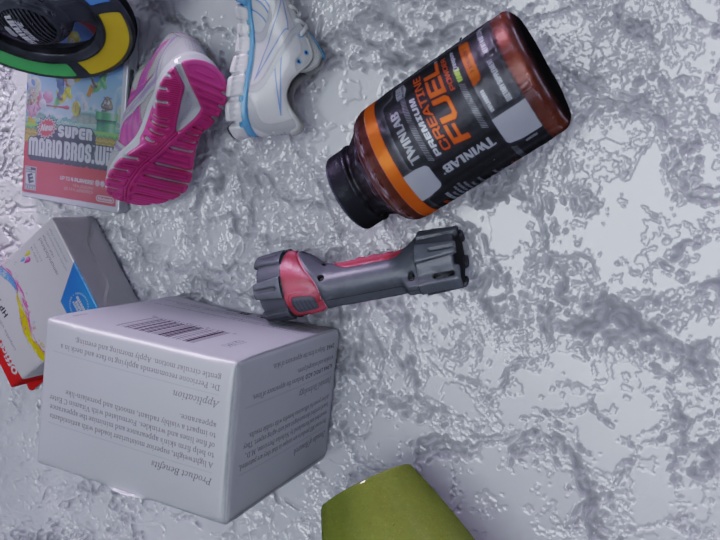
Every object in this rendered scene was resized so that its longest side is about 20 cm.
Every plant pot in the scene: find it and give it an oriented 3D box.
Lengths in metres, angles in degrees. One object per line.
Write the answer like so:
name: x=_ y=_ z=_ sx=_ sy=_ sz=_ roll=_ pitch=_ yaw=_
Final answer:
plant pot: x=0.044 y=0.282 z=0.706 sx=0.185 sy=0.186 sz=0.203 roll=-34 pitch=67 yaw=22

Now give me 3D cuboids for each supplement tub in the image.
supplement tub: x=0.067 y=-0.114 z=0.678 sx=0.198 sy=0.107 sz=0.109 roll=-32 pitch=83 yaw=23

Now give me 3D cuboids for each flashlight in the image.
flashlight: x=0.000 y=0.000 z=0.746 sx=0.195 sy=0.068 sz=0.070 roll=-12 pitch=87 yaw=19

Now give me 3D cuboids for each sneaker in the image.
sneaker: x=-0.072 y=-0.222 z=0.757 sx=0.084 sy=0.075 sz=0.206 roll=6 pitch=101 yaw=9
sneaker: x=-0.194 y=-0.148 z=0.809 sx=0.200 sy=0.080 sz=0.090 roll=-48 pitch=42 yaw=33

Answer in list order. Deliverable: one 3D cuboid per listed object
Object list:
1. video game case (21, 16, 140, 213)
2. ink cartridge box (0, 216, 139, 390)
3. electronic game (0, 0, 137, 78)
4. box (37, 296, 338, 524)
video game case: x=-0.305 y=-0.173 z=0.882 sx=0.140 sy=0.017 sz=0.206 roll=10 pitch=99 yaw=23
ink cartridge box: x=-0.349 y=0.044 z=0.896 sx=0.198 sy=0.067 sz=0.118 roll=-35 pitch=81 yaw=23
electronic game: x=-0.309 y=-0.241 z=0.766 sx=0.195 sy=0.200 sz=0.043 roll=-6 pitch=69 yaw=23
box: x=-0.148 y=0.112 z=0.744 sx=0.194 sy=0.199 sz=0.135 roll=10 pitch=97 yaw=21
